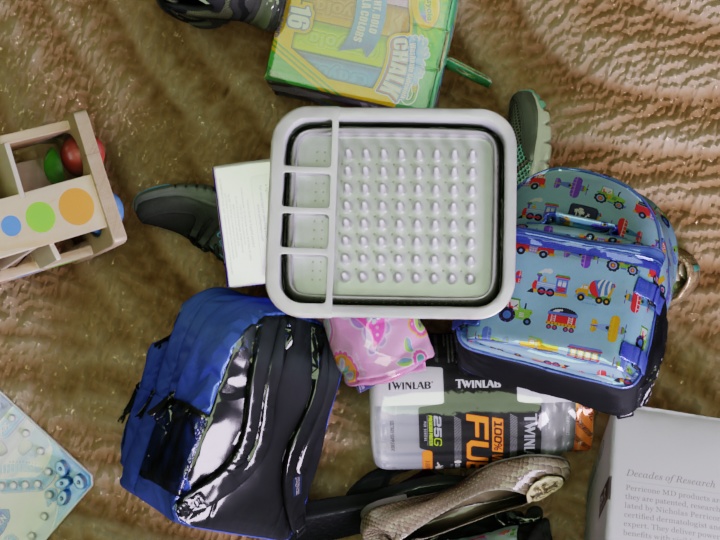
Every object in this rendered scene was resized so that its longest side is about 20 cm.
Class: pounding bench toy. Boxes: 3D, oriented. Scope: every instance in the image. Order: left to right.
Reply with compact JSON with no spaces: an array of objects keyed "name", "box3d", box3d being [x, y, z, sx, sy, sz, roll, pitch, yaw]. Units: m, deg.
[{"name":"pounding bench toy","box3d":[-0.320,-0.055,1.527,0.155,0.200,0.125,-18,91,-29]}]

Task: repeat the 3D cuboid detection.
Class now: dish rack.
[{"name":"dish rack","box3d":[0.026,-0.043,1.332,0.198,0.044,0.174,1,78,5]}]

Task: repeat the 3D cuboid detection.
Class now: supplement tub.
[{"name":"supplement tub","box3d":[0.108,0.117,1.498,0.198,0.123,0.124,-2,89,3]}]

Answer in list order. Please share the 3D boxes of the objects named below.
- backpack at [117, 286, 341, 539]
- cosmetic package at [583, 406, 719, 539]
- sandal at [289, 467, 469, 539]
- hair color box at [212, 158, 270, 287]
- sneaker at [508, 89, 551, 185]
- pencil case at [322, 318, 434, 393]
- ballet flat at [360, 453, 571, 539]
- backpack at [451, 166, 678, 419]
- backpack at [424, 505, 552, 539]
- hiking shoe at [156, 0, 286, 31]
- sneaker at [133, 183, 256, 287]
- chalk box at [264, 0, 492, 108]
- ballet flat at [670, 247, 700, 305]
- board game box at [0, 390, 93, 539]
[{"name":"backpack","box3d":[-0.122,0.116,1.481,0.167,0.162,0.202,23,94,40]},{"name":"cosmetic package","box3d":[0.280,0.250,1.430,0.163,0.165,0.201,7,56,2]},{"name":"sandal","box3d":[0.020,0.207,1.530,0.198,0.076,0.048,-10,56,5]},{"name":"hair color box","box3d":[-0.027,-0.051,1.478,0.198,0.065,0.111,-7,90,-2]},{"name":"sneaker","box3d":[0.123,-0.073,1.512,0.090,0.078,0.202,9,75,-2]},{"name":"pencil case","box3d":[0.000,0.000,1.410,0.087,0.087,0.202,-18,91,2]},{"name":"ballet flat","box3d":[0.094,0.211,1.471,0.198,0.068,0.047,-18,52,9]},{"name":"backpack","box3d":[0.181,0.001,1.397,0.181,0.135,0.202,16,72,13]},{"name":"backpack","box3d":[0.083,0.309,1.490,0.198,0.127,0.169,-8,98,7]},{"name":"hiking shoe","box3d":[-0.146,-0.262,1.483,0.100,0.199,0.076,15,90,-35]},{"name":"sneaker","box3d":[-0.117,-0.030,1.533,0.198,0.073,0.083,11,84,3]},{"name":"chalk box","box3d":[0.025,-0.204,1.508,0.198,0.124,0.125,12,90,2]},{"name":"ballet flat","box3d":[0.216,0.019,1.524,0.198,0.065,0.071,-19,86,2]},{"name":"board game box","box3d":[-0.389,0.208,1.567,0.200,0.026,0.200,41,91,2]}]
